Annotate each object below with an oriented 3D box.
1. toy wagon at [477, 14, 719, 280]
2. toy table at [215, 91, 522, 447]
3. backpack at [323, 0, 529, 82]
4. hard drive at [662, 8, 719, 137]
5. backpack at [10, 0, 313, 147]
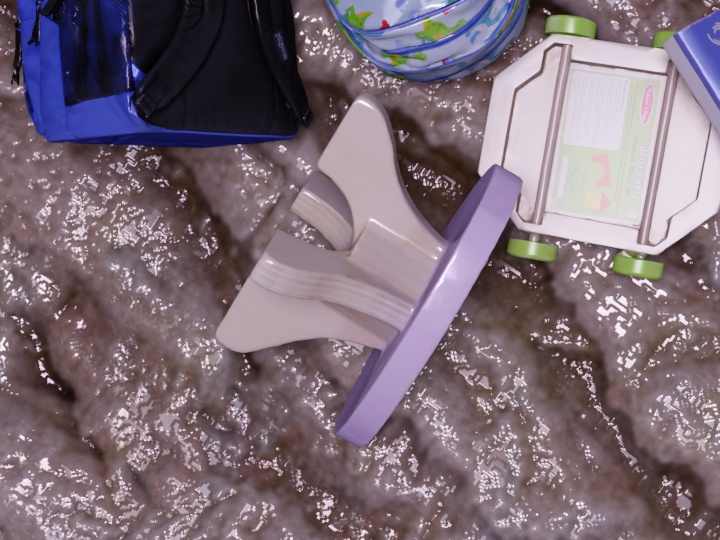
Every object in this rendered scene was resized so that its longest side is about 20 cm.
[{"bbox_3d":[0.178,-0.074,0.810,0.199,0.040,0.156,10,93,11],"label":"toy wagon"},{"bbox_3d":[0.000,0.000,0.788,0.117,0.184,0.201,31,99,-3],"label":"toy table"},{"bbox_3d":[0.029,-0.216,0.798,0.162,0.154,0.201,-15,98,7],"label":"backpack"},{"bbox_3d":[0.286,-0.081,0.763,0.132,0.025,0.201,-29,84,-19],"label":"hard drive"},{"bbox_3d":[-0.142,-0.181,0.815,0.167,0.162,0.201,-1,93,33],"label":"backpack"}]
